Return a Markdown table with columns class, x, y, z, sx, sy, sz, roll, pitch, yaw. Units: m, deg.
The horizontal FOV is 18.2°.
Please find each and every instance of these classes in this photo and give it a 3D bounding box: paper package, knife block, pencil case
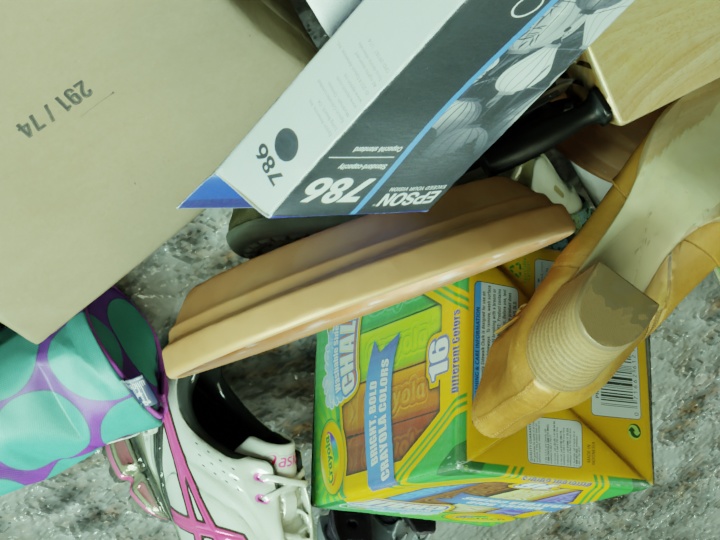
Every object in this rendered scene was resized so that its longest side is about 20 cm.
| class | x | y | z | sx | sy | sz | roll | pitch | yaw |
| --- | --- | --- | --- | --- | --- | --- | --- | --- | --- |
| paper package | -0.142 | -0.093 | 1.020 | 0.200 | 0.104 | 0.191 | -38 | 136 | 12 |
| knife block | 0.128 | -0.103 | 1.050 | 0.199 | 0.064 | 0.176 | 19 | 96 | -19 |
| pencil case | -0.196 | 0.090 | 1.183 | 0.200 | 0.085 | 0.093 | -31 | 108 | 7 |

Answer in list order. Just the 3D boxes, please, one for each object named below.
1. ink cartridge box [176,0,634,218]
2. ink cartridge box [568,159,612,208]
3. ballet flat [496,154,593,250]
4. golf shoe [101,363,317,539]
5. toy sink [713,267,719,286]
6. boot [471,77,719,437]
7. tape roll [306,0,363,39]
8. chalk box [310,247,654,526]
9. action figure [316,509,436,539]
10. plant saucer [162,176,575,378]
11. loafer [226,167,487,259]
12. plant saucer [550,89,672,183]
| class | x | y | z | sx | sy | sz | roll | pitch | yaw |
| --- | --- | --- | --- | --- | --- | --- | --- | --- | --- |
| ink cartridge box | 0.022 | -0.071 | 0.880 | 0.099 | 0.039 | 0.200 | -5 | 148 | -47 |
| ink cartridge box | 0.186 | -0.127 | 1.179 | 0.200 | 0.050 | 0.162 | -28 | 137 | 7 |
| ballet flat | 0.064 | -0.041 | 1.196 | 0.199 | 0.074 | 0.074 | 5 | 129 | -33 |
| golf shoe | -0.060 | 0.134 | 1.208 | 0.092 | 0.200 | 0.073 | -45 | 165 | 35 |
| toy sink | 0.264 | 0.015 | 1.242 | 0.112 | 0.200 | 0.130 | -30 | 138 | 4 |
| boot | 0.128 | -0.011 | 1.082 | 0.201 | 0.071 | 0.144 | -49 | -178 | -26 |
| tape roll | -0.015 | -0.173 | 0.931 | 0.071 | 0.203 | 0.203 | -31 | 137 | 5 |
| chalk box | 0.051 | 0.068 | 1.223 | 0.124 | 0.125 | 0.200 | 10 | 162 | -30 |
| action figure | -0.017 | 0.215 | 1.403 | 0.130 | 0.069 | 0.200 | -5 | 137 | -28 |
| plant saucer | 0.000 | 0.000 | 1.034 | 0.199 | 0.038 | 0.200 | -20 | 178 | -1 |
| loafer | 0.009 | -0.060 | 1.101 | 0.200 | 0.070 | 0.075 | -24 | 180 | -38 |
| plant saucer | 0.165 | -0.134 | 1.103 | 0.199 | 0.032 | 0.201 | -3 | 102 | -14 |
